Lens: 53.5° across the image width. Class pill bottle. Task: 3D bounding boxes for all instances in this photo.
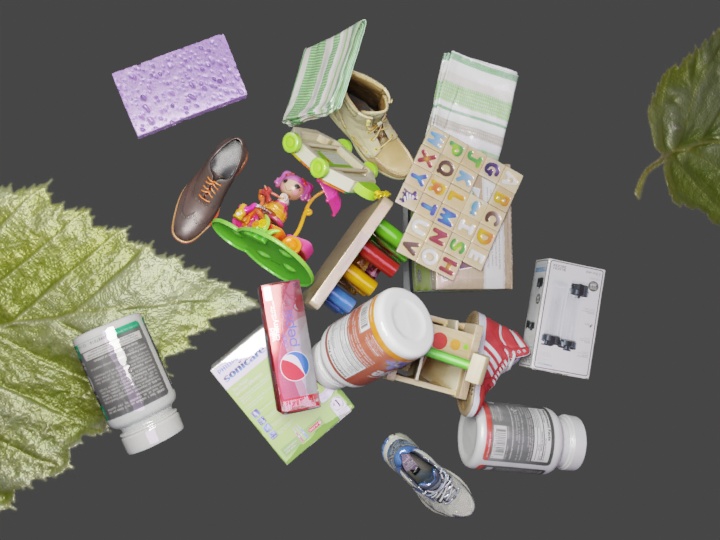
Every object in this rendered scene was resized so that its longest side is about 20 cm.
[{"bbox_3d":[0.280,0.293,1.242,0.199,0.116,0.117,8,86,-11],"label":"pill bottle"},{"bbox_3d":[0.010,0.114,1.101,0.112,0.200,0.113,22,52,-31],"label":"pill bottle"},{"bbox_3d":[-0.362,0.178,1.127,0.113,0.113,0.201,-23,91,-11],"label":"pill bottle"}]

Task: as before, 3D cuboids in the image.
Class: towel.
[{"bbox_3d":[0.201,-0.284,1.295,0.148,0.031,0.201,14,85,-9],"label":"towel"},{"bbox_3d":[-0.064,-0.315,1.163,0.023,0.200,0.153,20,84,-27],"label":"towel"}]

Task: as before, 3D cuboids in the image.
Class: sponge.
[{"bbox_3d":[-0.302,-0.311,1.202,0.199,0.030,0.112,-24,92,-11],"label":"sponge"}]

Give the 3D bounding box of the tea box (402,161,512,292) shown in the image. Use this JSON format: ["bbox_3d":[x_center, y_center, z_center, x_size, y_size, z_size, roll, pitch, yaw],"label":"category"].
[{"bbox_3d":[0.156,-0.064,1.192,0.133,0.197,0.201,0,88,-11],"label":"tea box"}]

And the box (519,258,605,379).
[{"bbox_3d":[0.364,0.087,1.294,0.116,0.060,0.201,10,85,-10],"label":"box"}]

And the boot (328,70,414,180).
[{"bbox_3d":[0.029,-0.240,1.196,0.073,0.155,0.200,-43,96,-10],"label":"boot"}]

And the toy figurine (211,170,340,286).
[{"bbox_3d":[-0.118,-0.101,1.198,0.199,0.150,0.185,26,68,16],"label":"toy figurine"}]

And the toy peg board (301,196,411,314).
[{"bbox_3d":[0.000,0.000,1.158,0.098,0.200,0.200,36,82,-7],"label":"toy peg board"}]

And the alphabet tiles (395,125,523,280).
[{"bbox_3d":[0.138,-0.096,1.087,0.167,0.008,0.201,27,81,-9],"label":"alphabet tiles"}]

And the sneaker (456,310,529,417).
[{"bbox_3d":[0.230,0.172,1.231,0.112,0.071,0.201,23,53,-13],"label":"sneaker"}]

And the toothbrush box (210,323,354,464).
[{"bbox_3d":[-0.131,0.192,1.184,0.145,0.086,0.200,-40,96,-10],"label":"toothbrush box"}]

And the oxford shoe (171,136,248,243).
[{"bbox_3d":[-0.253,-0.137,1.181,0.071,0.073,0.201,28,83,-9],"label":"oxford shoe"}]

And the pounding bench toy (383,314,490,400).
[{"bbox_3d":[0.109,0.131,1.173,0.155,0.200,0.125,16,85,-10],"label":"pounding bench toy"}]

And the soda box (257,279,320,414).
[{"bbox_3d":[-0.113,0.118,1.113,0.063,0.070,0.201,-8,86,-15],"label":"soda box"}]

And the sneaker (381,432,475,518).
[{"bbox_3d":[0.121,0.364,1.224,0.200,0.085,0.077,39,82,-8],"label":"sneaker"}]

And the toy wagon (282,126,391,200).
[{"bbox_3d":[-0.034,-0.169,1.169,0.200,0.155,0.040,45,117,23],"label":"toy wagon"}]
